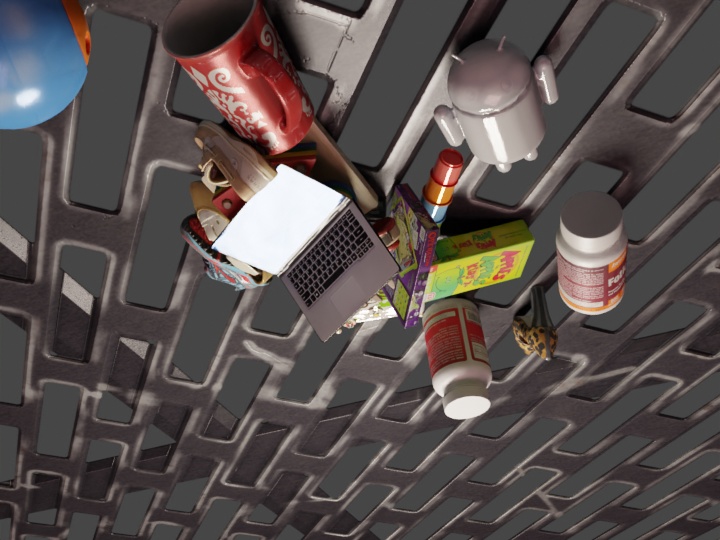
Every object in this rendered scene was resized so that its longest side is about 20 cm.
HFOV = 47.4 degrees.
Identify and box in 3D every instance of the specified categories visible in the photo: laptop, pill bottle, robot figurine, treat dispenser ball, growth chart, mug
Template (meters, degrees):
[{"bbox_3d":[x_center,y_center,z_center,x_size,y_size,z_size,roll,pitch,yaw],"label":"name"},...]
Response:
[{"bbox_3d":[-0.081,-0.018,1.178,0.187,0.202,0.115,-43,165,31],"label":"laptop"},{"bbox_3d":[0.180,0.163,1.513,0.110,0.203,0.113,-4,144,-3],"label":"pill bottle"},{"bbox_3d":[0.379,-0.028,1.345,0.112,0.116,0.201,-8,143,10],"label":"pill bottle"},{"bbox_3d":[0.181,-0.223,1.093,0.167,0.114,0.201,-25,138,7],"label":"robot figurine"},{"bbox_3d":[-0.419,-0.270,0.961,0.196,0.204,0.203,0,143,0],"label":"treat dispenser ball"},{"bbox_3d":[0.029,0.060,1.538,0.196,0.018,0.146,-11,142,10],"label":"growth chart"},{"bbox_3d":[-0.141,-0.235,1.036,0.131,0.180,0.201,-23,143,9],"label":"mug"}]

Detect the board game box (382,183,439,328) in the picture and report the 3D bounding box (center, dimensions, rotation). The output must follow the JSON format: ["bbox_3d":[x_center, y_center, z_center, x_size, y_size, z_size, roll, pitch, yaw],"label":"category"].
[{"bbox_3d":[0.073,-0.022,1.316,0.032,0.121,0.203,-13,135,-24],"label":"board game box"}]

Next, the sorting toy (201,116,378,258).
[{"bbox_3d":[-0.105,-0.109,1.226,0.197,0.070,0.200,-29,123,20],"label":"sorting toy"}]

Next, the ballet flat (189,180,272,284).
[{"bbox_3d":[-0.206,-0.057,1.307,0.068,0.064,0.200,-19,123,46],"label":"ballet flat"}]

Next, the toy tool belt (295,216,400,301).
[{"bbox_3d":[0.000,0.000,1.284,0.197,0.125,0.124,-19,114,34],"label":"toy tool belt"}]

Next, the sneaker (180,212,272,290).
[{"bbox_3d":[-0.241,-0.018,1.388,0.094,0.081,0.200,-22,137,29],"label":"sneaker"}]

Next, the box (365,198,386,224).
[{"bbox_3d":[-0.060,-0.055,1.365,0.195,0.047,0.160,2,142,-3],"label":"box"}]

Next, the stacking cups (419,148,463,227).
[{"bbox_3d":[0.120,-0.104,1.295,0.059,0.061,0.201,9,140,-12],"label":"stacking cups"}]

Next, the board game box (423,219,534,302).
[{"bbox_3d":[0.183,-0.015,1.365,0.196,0.048,0.102,-14,145,-16],"label":"board game box"}]

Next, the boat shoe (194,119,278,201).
[{"bbox_3d":[-0.189,-0.151,1.132,0.070,0.199,0.074,-50,129,-5],"label":"boat shoe"}]

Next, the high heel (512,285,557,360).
[{"bbox_3d":[0.329,0.145,1.543,0.070,0.145,0.202,-2,143,3],"label":"high heel"}]
